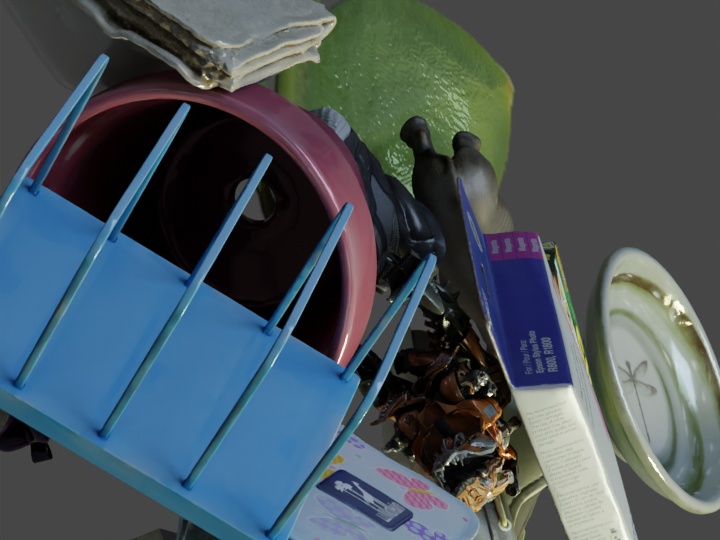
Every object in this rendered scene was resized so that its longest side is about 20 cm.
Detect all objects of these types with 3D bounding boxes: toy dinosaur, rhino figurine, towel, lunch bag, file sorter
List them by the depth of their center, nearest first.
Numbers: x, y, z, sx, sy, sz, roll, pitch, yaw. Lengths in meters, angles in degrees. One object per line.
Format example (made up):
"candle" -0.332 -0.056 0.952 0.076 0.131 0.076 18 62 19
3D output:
"file sorter" -0.083 0.012 1.186 0.200 0.123 0.139 31 38 -4
"lunch bag" -0.001 0.183 1.278 0.200 0.127 0.170 63 23 5
"towel" -0.116 -0.165 1.318 0.200 0.035 0.132 38 27 13
"toy dinosaur" 0.039 0.066 1.428 0.136 0.102 0.200 44 -3 -18
"rhino figurine" 0.079 -0.004 1.668 0.087 0.060 0.200 -108 179 -61

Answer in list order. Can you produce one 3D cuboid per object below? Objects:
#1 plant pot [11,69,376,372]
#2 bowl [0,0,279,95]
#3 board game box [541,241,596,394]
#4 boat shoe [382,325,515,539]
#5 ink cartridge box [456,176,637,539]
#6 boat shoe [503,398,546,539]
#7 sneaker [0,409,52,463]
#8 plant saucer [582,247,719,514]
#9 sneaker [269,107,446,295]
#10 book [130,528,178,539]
"plant pot" -0.077 -0.018 1.372 0.200 0.200 0.179 63 18 -6
"bowl" -0.142 -0.175 1.431 0.200 0.075 0.200 55 29 16
"board game box" 0.146 0.089 1.684 0.105 0.023 0.200 -83 157 -71
"boat shoe" 0.051 0.109 1.506 0.060 0.072 0.202 1 39 -9
"ink cartridge box" 0.113 0.062 1.491 0.196 0.043 0.200 -96 167 -63
"boat shoe" 0.075 0.149 1.585 0.072 0.060 0.202 28 38 1
"sneaker" -0.214 0.062 1.219 0.200 0.074 0.088 -4 79 -56
"plant saucer" 0.205 0.085 1.810 0.200 0.050 0.200 40 38 -42
"sneaker" 0.000 0.000 1.554 0.114 0.075 0.200 32 43 -37
"book" -0.044 0.221 1.347 0.200 0.048 0.134 25 50 -49
